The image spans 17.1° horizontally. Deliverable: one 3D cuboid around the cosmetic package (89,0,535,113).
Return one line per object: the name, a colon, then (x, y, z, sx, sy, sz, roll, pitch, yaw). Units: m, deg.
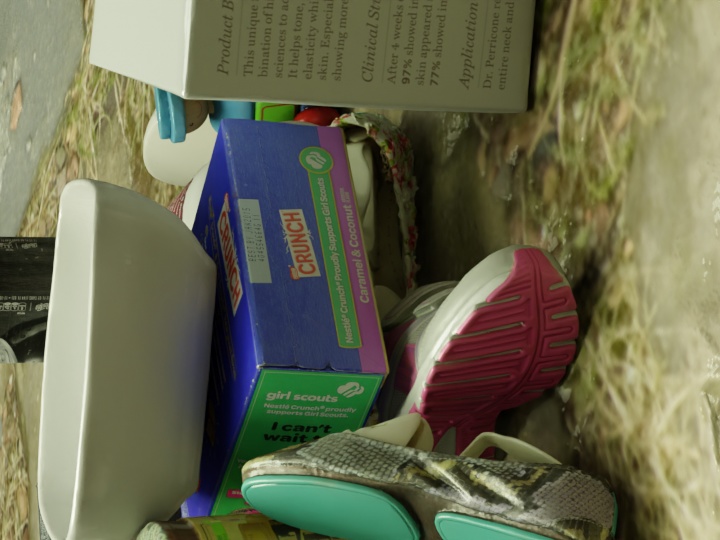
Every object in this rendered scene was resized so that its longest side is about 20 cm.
cosmetic package: (-0.024, -0.179, 1.296, 0.166, 0.199, 0.168, -155, 69, -65)

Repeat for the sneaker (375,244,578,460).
sneaker: (0.048, 0.040, 1.268, 0.200, 0.081, 0.088, 122, 140, -49)

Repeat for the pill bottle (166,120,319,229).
pill bottle: (-0.072, -0.015, 1.513, 0.200, 0.109, 0.110, 139, 128, -60)

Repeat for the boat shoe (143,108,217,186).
boat shoe: (-0.099, -0.139, 1.643, 0.200, 0.072, 0.069, 114, 163, -48)

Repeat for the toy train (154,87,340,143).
toy train: (-0.069, -0.153, 1.460, 0.200, 0.115, 0.085, 96, 161, -53)

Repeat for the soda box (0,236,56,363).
soda box: (-0.187, 0.020, 1.666, 0.071, 0.199, 0.063, -118, 35, -49)

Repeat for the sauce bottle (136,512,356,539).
sauce bottle: (-0.020, 0.157, 1.268, 0.065, 0.199, 0.065, 10, 102, 63)

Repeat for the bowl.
bowl: (-0.129, 0.052, 1.318, 0.200, 0.074, 0.201, -170, 86, -77)

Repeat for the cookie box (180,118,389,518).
cookie box: (-0.053, 0.044, 1.335, 0.200, 0.075, 0.172, 111, 156, -50)

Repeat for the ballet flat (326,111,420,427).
ballet flat: (0.000, 0.000, 1.382, 0.064, 0.075, 0.201, 42, -141, -69)

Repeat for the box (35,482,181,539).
box: (-0.116, 0.166, 1.562, 0.200, 0.148, 0.105, 143, 125, -60)

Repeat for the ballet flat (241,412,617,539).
ballet flat: (0.039, 0.109, 1.210, 0.200, 0.072, 0.072, 10, 101, 23)
